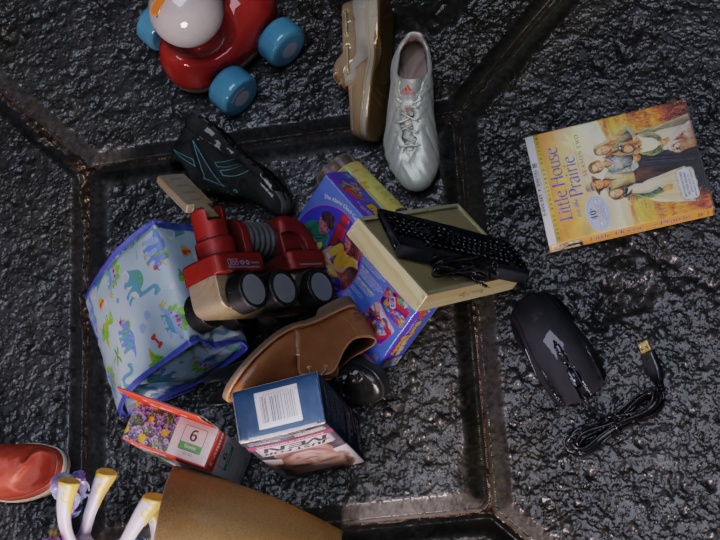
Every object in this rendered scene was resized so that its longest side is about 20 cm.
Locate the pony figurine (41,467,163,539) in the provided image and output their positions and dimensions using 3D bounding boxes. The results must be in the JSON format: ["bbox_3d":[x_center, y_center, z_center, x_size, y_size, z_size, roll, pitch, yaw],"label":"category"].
[{"bbox_3d":[-0.314,0.328,1.576,0.191,0.167,0.202,11,104,-2],"label":"pony figurine"}]

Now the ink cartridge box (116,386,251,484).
[{"bbox_3d":[-0.205,0.193,1.575,0.108,0.200,0.051,17,75,17],"label":"ink cartridge box"}]

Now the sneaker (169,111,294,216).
[{"bbox_3d":[-0.163,-0.118,1.751,0.200,0.075,0.079,40,95,29],"label":"sneaker"}]

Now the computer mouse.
[{"bbox_3d":[0.261,0.096,1.586,0.140,0.046,0.201,-25,68,5],"label":"computer mouse"}]

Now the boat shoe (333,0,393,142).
[{"bbox_3d":[0.000,-0.254,1.758,0.069,0.074,0.202,-4,69,24],"label":"boat shoe"}]

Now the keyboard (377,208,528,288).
[{"bbox_3d":[0.118,-0.029,1.573,0.040,0.199,0.104,-56,41,30],"label":"keyboard"}]

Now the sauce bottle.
[{"bbox_3d":[0.029,-0.058,1.682,0.065,0.065,0.200,-43,67,-4],"label":"sauce bottle"}]

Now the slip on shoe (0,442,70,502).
[{"bbox_3d":[-0.450,0.241,1.691,0.198,0.061,0.075,1,70,12],"label":"slip on shoe"}]

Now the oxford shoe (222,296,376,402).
[{"bbox_3d":[-0.065,0.101,1.558,0.199,0.072,0.071,-30,66,-27],"label":"oxford shoe"}]

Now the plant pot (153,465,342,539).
[{"bbox_3d":[-0.123,0.322,1.541,0.198,0.187,0.188,7,72,0],"label":"plant pot"}]

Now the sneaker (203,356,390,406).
[{"bbox_3d":[-0.074,0.137,1.615,0.198,0.060,0.104,11,29,24],"label":"sneaker"}]

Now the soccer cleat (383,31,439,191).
[{"bbox_3d":[0.062,-0.197,1.710,0.069,0.078,0.202,-1,70,-1],"label":"soccer cleat"}]

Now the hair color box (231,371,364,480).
[{"bbox_3d":[-0.066,0.177,1.549,0.099,0.200,0.061,-14,68,8],"label":"hair color box"}]

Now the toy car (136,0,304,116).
[{"bbox_3d":[-0.198,-0.332,1.754,0.177,0.200,0.184,-45,69,-5],"label":"toy car"}]

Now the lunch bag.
[{"bbox_3d":[-0.248,0.061,1.675,0.200,0.127,0.171,-34,64,31],"label":"lunch bag"}]

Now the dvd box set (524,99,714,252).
[{"bbox_3d":[0.307,-0.114,1.657,0.198,0.029,0.147,-12,69,8],"label":"dvd box set"}]

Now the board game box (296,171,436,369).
[{"bbox_3d":[0.000,0.000,1.642,0.200,0.045,0.135,49,123,22],"label":"board game box"}]

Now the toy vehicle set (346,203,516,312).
[{"bbox_3d":[0.089,-0.018,1.595,0.124,0.199,0.027,49,123,23],"label":"toy vehicle set"}]

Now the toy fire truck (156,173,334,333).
[{"bbox_3d":[-0.145,-0.035,1.615,0.128,0.175,0.202,-23,76,38],"label":"toy fire truck"}]
